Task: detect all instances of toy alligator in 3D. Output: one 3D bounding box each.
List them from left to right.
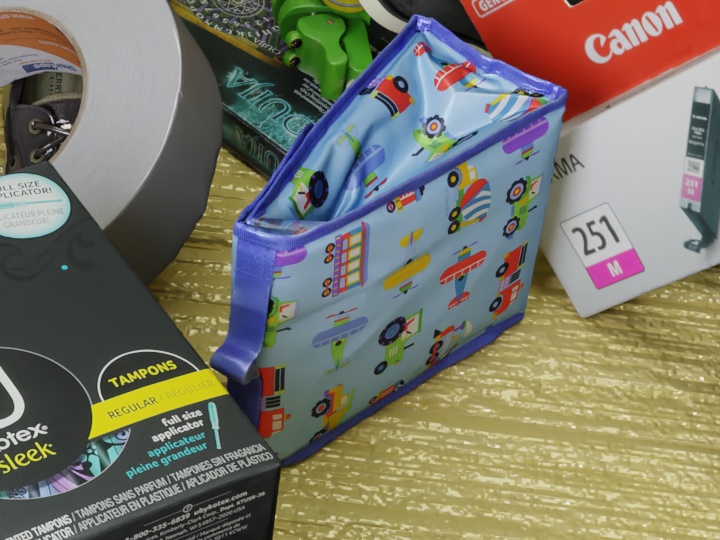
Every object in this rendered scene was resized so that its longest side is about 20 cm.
[{"bbox_3d":[-0.021,-0.128,1.479,0.054,0.059,0.200,4,44,-5],"label":"toy alligator"}]

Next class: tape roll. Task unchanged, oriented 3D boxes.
[{"bbox_3d":[-0.170,-0.067,1.364,0.199,0.066,0.201,-7,64,14],"label":"tape roll"}]

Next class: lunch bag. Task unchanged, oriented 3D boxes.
[{"bbox_3d":[0.000,0.000,1.322,0.094,0.151,0.200,29,47,22],"label":"lunch bag"}]

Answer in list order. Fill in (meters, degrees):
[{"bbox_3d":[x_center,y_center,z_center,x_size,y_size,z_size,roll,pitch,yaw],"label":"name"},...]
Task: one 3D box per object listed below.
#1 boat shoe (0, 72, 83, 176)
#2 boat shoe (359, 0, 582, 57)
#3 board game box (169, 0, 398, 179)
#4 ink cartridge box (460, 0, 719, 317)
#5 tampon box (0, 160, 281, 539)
[{"bbox_3d":[-0.153,-0.065,1.431,0.073,0.065,0.200,-4,45,-13],"label":"boat shoe"},{"bbox_3d":[0.076,-0.156,1.508,0.201,0.063,0.074,4,62,-55],"label":"boat shoe"},{"bbox_3d":[-0.051,-0.123,1.534,0.135,0.028,0.200,-32,56,-34],"label":"board game box"},{"bbox_3d":[0.135,-0.083,1.350,0.044,0.200,0.174,-35,96,-37],"label":"ink cartridge box"},{"bbox_3d":[-0.148,0.078,1.140,0.149,0.127,0.200,-20,50,-28],"label":"tampon box"}]
